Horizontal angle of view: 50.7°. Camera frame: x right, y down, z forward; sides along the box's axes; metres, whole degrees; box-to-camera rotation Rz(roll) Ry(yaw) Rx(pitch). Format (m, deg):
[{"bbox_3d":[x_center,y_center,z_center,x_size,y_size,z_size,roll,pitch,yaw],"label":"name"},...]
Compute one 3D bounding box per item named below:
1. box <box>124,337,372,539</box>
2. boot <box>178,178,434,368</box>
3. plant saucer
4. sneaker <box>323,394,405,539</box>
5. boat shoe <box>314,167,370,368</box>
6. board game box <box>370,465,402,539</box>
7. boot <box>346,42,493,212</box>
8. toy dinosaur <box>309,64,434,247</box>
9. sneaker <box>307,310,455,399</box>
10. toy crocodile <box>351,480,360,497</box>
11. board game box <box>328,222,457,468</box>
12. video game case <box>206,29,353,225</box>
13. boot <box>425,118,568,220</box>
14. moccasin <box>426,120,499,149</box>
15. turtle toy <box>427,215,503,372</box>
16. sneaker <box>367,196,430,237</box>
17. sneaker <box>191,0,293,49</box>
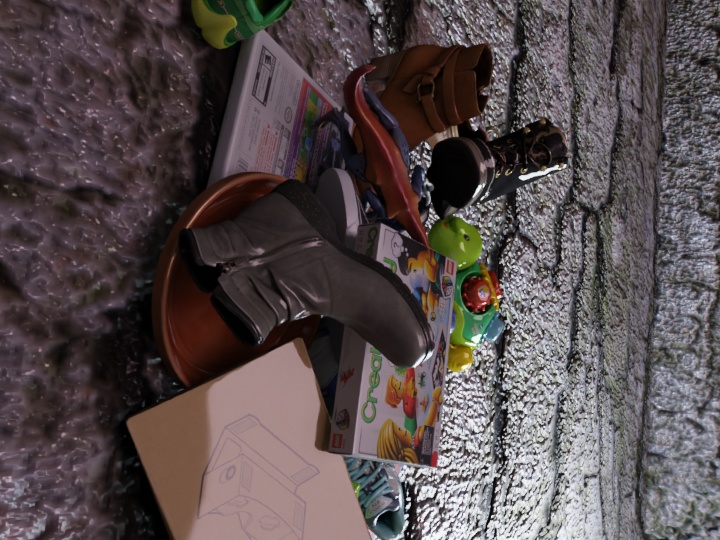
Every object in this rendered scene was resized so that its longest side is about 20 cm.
[{"bbox_3d":[-0.086,0.182,0.634,0.161,0.021,0.205,-23,97,-29],"label":"box"},{"bbox_3d":[-0.045,0.026,0.596,0.130,0.200,0.068,-36,166,-40],"label":"boot"},{"bbox_3d":[-0.102,0.015,0.672,0.198,0.032,0.206,-21,117,-47],"label":"plant saucer"},{"bbox_3d":[0.007,0.196,0.750,0.087,0.076,0.202,62,-2,46],"label":"sneaker"},{"bbox_3d":[0.002,0.000,0.752,0.067,0.073,0.205,-5,77,-34],"label":"boat shoe"},{"bbox_3d":[-0.012,0.271,0.864,0.203,0.032,0.122,-64,144,-35],"label":"board game box"},{"bbox_3d":[0.070,-0.165,0.863,0.077,0.152,0.205,41,57,-51],"label":"boot"},{"bbox_3d":[0.019,-0.080,0.758,0.185,0.103,0.200,64,8,3],"label":"toy dinosaur"},{"bbox_3d":[0.029,0.095,0.813,0.196,0.076,0.090,-16,68,-28],"label":"sneaker"},{"bbox_3d":[-0.031,0.285,0.737,0.061,0.066,0.206,-28,128,-61],"label":"toy crocodile"},{"bbox_3d":[0.034,0.073,0.707,0.125,0.034,0.206,21,71,-46],"label":"board game box"},{"bbox_3d":[-0.075,-0.101,0.752,0.181,0.022,0.206,34,62,-54],"label":"video game case"},{"bbox_3d":[0.154,-0.119,0.825,0.200,0.147,0.075,109,-41,-80],"label":"boot"},{"bbox_3d":[0.151,-0.172,1.069,0.202,0.076,0.075,50,50,-47],"label":"moccasin"},{"bbox_3d":[0.123,0.019,0.960,0.148,0.099,0.202,-100,166,-48],"label":"turtle toy"},{"bbox_3d":[0.023,-0.012,0.885,0.201,0.075,0.087,-52,143,-35],"label":"sneaker"},{"bbox_3d":[-0.074,-0.270,0.689,0.075,0.082,0.203,59,43,-40],"label":"sneaker"}]
